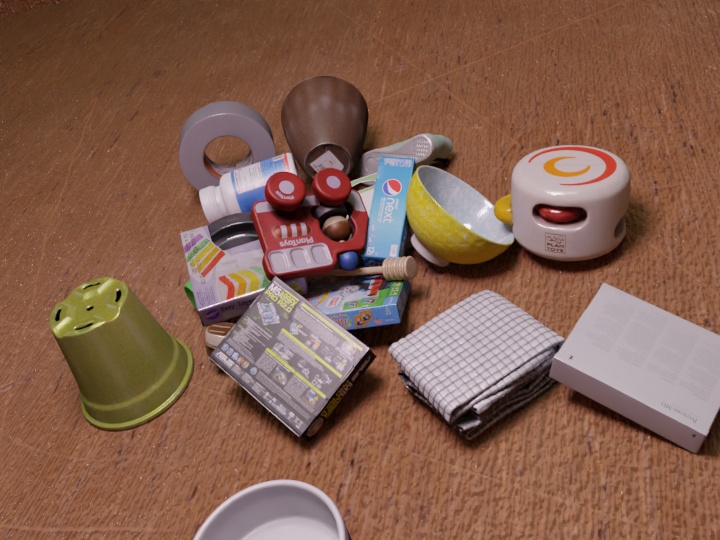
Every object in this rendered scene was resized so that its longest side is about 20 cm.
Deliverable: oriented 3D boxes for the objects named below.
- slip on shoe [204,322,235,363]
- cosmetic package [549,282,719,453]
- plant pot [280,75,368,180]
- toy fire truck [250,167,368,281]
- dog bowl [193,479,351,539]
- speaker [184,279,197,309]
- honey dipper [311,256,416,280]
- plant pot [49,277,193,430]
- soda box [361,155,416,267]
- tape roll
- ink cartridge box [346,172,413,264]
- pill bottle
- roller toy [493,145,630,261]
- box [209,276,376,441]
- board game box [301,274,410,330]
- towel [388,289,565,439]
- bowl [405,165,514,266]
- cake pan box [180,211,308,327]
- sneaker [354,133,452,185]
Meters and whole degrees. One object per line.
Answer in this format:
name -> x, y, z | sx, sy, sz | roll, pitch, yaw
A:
slip on shoe -> -0.151, 0.129, 1.243 | 0.199, 0.061, 0.076 | 5, 19, 2
cosmetic package -> 0.369, 0.120, 1.002 | 0.199, 0.052, 0.151 | 28, 54, 25
plant pot -> -0.069, -0.263, 1.568 | 0.186, 0.187, 0.200 | -14, 38, 6
toy fire truck -> -0.078, -0.066, 1.269 | 0.199, 0.112, 0.169 | -8, 65, -25
dog bowl -> -0.104, 0.357, 0.929 | 0.199, 0.079, 0.201 | -12, 38, 9
speaker -> -0.215, 0.000, 1.399 | 0.200, 0.089, 0.088 | -38, 42, -22
honey dipper -> 0.000, 0.000, 1.290 | 0.199, 0.038, 0.038 | -3, 40, 35
plant pot -> -0.396, 0.120, 1.251 | 0.199, 0.185, 0.201 | -11, 38, 9
soda box -> 0.052, -0.095, 1.340 | 0.064, 0.068, 0.201 | 6, 65, 12
tape roll -> -0.279, -0.250, 1.632 | 0.199, 0.201, 0.066 | -18, 37, 1
ink cartridge box -> 0.019, -0.101, 1.450 | 0.145, 0.048, 0.200 | -19, 39, 1
pill bottle -> -0.215, -0.154, 1.562 | 0.199, 0.113, 0.112 | -19, 38, 2
roller toy -> 0.333, -0.104, 1.249 | 0.199, 0.140, 0.183 | -16, 34, -13
box -> -0.102, 0.127, 1.148 | 0.200, 0.044, 0.160 | 35, 81, 26
board game box -> -0.026, 0.055, 1.254 | 0.199, 0.037, 0.151 | -10, 17, 13
towel -> 0.164, 0.131, 1.087 | 0.200, 0.086, 0.166 | -31, 41, -17
bowl -> 0.146, -0.071, 1.296 | 0.108, 0.199, 0.200 | -53, 30, 25
cake pan box -> -0.200, -0.015, 1.321 | 0.183, 0.052, 0.200 | -15, 48, -8
sneaker -> 0.091, -0.219, 1.564 | 0.200, 0.074, 0.118 | -15, -2, 37
